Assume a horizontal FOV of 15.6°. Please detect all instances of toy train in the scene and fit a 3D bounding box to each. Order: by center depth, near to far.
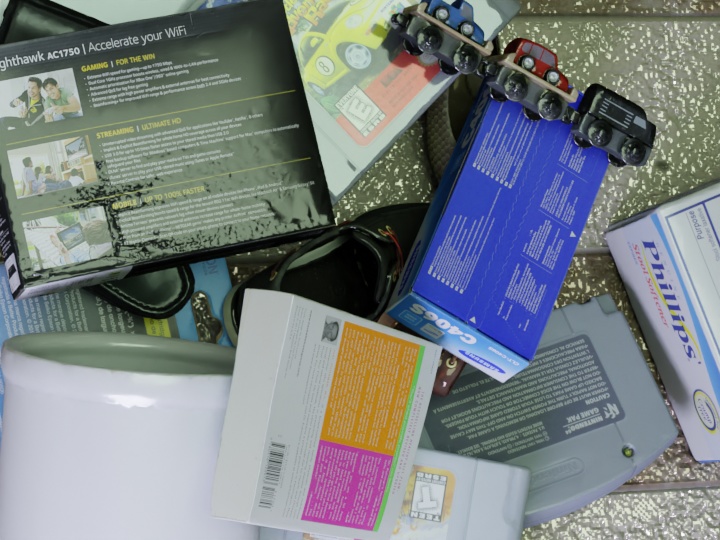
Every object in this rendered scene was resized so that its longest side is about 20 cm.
[{"bbox_3d":[0.109,-0.126,1.706,0.199,0.034,0.046,27,82,-19],"label":"toy train"}]

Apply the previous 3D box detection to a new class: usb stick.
[{"bbox_3d":[-0.135,-0.116,1.660,0.199,0.033,0.056,22,99,-4],"label":"usb stick"}]

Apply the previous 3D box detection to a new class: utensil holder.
[{"bbox_3d":[-0.140,0.148,1.597,0.169,0.170,0.201,3,97,-16],"label":"utensil holder"}]

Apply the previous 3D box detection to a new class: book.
[{"bbox_3d":[-0.021,0.093,1.584,0.048,0.200,0.134,8,83,25],"label":"book"}]

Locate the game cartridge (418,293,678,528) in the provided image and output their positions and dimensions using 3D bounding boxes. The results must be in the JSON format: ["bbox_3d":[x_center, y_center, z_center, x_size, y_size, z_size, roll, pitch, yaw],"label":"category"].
[{"bbox_3d":[0.107,0.104,1.779,0.199,0.041,0.134,-18,66,-17],"label":"game cartridge"}]

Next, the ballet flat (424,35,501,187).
[{"bbox_3d":[0.078,-0.128,1.794,0.067,0.046,0.201,-10,97,-41],"label":"ballet flat"}]

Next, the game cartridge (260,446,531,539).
[{"bbox_3d":[0.006,0.175,1.694,0.199,0.042,0.134,11,78,-11],"label":"game cartridge"}]

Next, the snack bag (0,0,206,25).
[{"bbox_3d":[-0.196,-0.206,1.693,0.189,0.021,0.200,46,76,-8],"label":"snack bag"}]

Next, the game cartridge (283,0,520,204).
[{"bbox_3d":[-0.007,-0.149,1.720,0.133,0.041,0.200,44,81,-4],"label":"game cartridge"}]

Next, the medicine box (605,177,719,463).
[{"bbox_3d":[0.301,0.013,1.829,0.199,0.103,0.183,-22,90,-17],"label":"medicine box"}]

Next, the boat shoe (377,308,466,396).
[{"bbox_3d":[0.093,0.007,1.771,0.070,0.071,0.200,35,65,19],"label":"boat shoe"}]

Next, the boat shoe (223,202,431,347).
[{"bbox_3d":[0.001,0.003,1.739,0.201,0.063,0.074,-25,93,-41],"label":"boat shoe"}]

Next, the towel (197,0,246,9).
[{"bbox_3d":[-0.087,-0.163,1.737,0.199,0.024,0.146,19,85,-13],"label":"towel"}]

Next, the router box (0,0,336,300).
[{"bbox_3d":[-0.128,-0.076,1.599,0.199,0.051,0.150,-11,84,-16],"label":"router box"}]

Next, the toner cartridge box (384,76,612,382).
[{"bbox_3d":[0.096,-0.037,1.722,0.095,0.043,0.201,30,61,-11],"label":"toner cartridge box"}]

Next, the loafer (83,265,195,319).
[{"bbox_3d":[-0.183,-0.042,1.644,0.200,0.070,0.068,43,84,-10],"label":"loafer"}]

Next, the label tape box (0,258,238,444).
[{"bbox_3d":[-0.178,0.058,1.708,0.199,0.063,0.145,-12,88,-18],"label":"label tape box"}]
